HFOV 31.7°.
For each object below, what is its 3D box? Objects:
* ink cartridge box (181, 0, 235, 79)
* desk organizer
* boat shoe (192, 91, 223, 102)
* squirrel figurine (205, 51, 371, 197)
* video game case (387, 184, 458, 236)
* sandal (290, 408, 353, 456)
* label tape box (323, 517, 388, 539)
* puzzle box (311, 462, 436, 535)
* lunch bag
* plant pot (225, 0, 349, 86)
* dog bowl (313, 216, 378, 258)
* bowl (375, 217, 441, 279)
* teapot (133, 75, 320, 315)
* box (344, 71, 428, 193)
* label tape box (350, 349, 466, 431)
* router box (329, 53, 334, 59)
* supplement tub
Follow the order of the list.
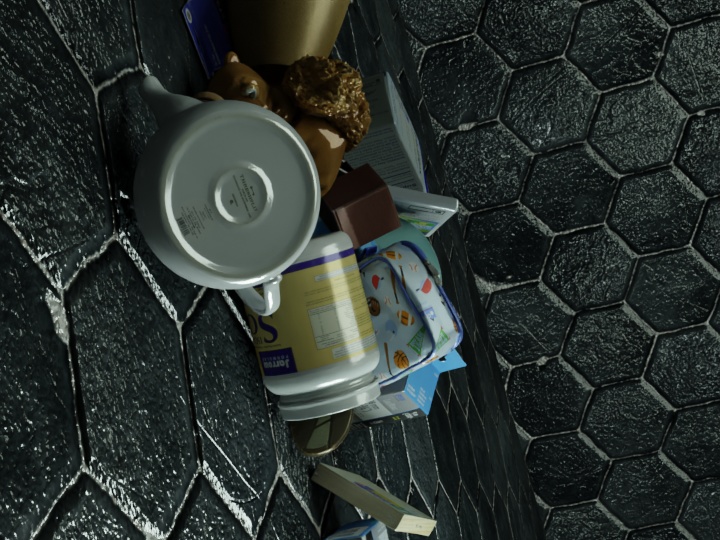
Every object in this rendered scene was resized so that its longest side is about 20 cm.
[{"bbox_3d":[-0.183,-0.328,1.641,0.200,0.037,0.095,-78,152,-60],"label":"ink cartridge box"},{"bbox_3d":[-0.026,-0.108,1.622,0.200,0.077,0.072,53,-13,53],"label":"desk organizer"},{"bbox_3d":[-0.152,-0.108,1.464,0.070,0.070,0.200,-83,150,-48],"label":"boat shoe"},{"bbox_3d":[-0.090,-0.194,1.531,0.187,0.200,0.142,48,11,-37],"label":"squirrel figurine"},{"bbox_3d":[0.024,-0.093,1.827,0.182,0.200,0.022,134,-34,-76],"label":"video game case"},{"bbox_3d":[-0.050,0.163,1.634,0.200,0.082,0.055,-101,177,-49],"label":"sandal"},{"bbox_3d":[0.011,0.429,1.624,0.143,0.066,0.200,5,70,-78],"label":"label tape box"},{"bbox_3d":[0.020,0.306,1.686,0.025,0.133,0.200,-60,159,-4],"label":"puzzle box"},{"bbox_3d":[0.032,0.053,1.574,0.076,0.200,0.160,-26,85,-40],"label":"lunch bag"},{"bbox_3d":[-0.095,-0.334,1.606,0.186,0.186,0.200,47,44,-67],"label":"plant pot"},{"bbox_3d":[0.000,0.000,1.674,0.050,0.111,0.200,-24,72,-45],"label":"dog bowl"},{"bbox_3d":[0.002,0.020,1.781,0.105,0.200,0.201,-8,85,-63],"label":"bowl"},{"bbox_3d":[-0.143,-0.073,1.273,0.146,0.197,0.200,8,-99,64],"label":"teapot"},{"bbox_3d":[-0.013,-0.178,1.903,0.200,0.184,0.105,60,18,-55],"label":"box"},{"bbox_3d":[0.040,0.159,1.726,0.144,0.200,0.063,50,29,-65],"label":"label tape box"},{"bbox_3d":[-0.078,-0.256,1.742,0.157,0.052,0.200,97,-29,-54],"label":"router box"},{"bbox_3d":[-0.059,0.065,1.509,0.145,0.145,0.200,-28,105,-78],"label":"supplement tub"}]
